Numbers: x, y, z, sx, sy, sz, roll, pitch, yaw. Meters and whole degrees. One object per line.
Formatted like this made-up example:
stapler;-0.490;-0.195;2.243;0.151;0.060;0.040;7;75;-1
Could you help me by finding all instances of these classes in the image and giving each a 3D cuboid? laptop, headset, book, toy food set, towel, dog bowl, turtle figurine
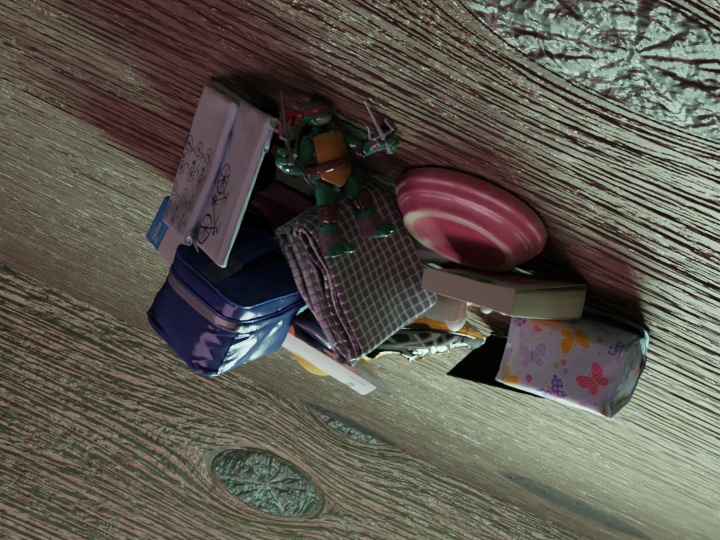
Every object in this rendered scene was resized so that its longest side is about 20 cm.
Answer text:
laptop;0.280;0.176;1.657;0.187;0.116;0.200;10;158;42
headset;-0.166;-0.120;1.289;0.094;0.124;0.201;27;127;3
book;0.186;0.027;1.308;0.133;0.048;0.200;16;-171;35
toy food set;0.139;0.049;1.459;0.143;0.061;0.199;11;-175;40
towel;0.000;0.000;1.296;0.085;0.165;0.201;-15;105;43
dog bowl;-0.104;-0.102;1.424;0.199;0.074;0.200;23;163;7
turtle figurine;-0.029;-0.125;1.179;0.101;0.149;0.201;-149;41;-68

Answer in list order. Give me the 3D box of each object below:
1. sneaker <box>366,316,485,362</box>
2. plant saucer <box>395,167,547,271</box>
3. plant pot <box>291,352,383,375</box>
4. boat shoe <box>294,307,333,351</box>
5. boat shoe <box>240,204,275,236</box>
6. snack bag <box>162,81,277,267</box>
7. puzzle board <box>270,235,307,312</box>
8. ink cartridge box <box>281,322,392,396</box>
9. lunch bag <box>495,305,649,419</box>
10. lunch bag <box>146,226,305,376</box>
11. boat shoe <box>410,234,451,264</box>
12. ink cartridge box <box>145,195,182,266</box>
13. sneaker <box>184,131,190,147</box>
sneaker;0.087;0.095;1.476;0.199;0.078;0.078;9;-167;-22
plant saucer;0.131;-0.056;1.274;0.200;0.051;0.201;23;163;7
plant pot;0.007;0.058;1.588;0.182;0.201;0.200;-8;147;35
boat shoe;-0.037;0.058;1.392;0.072;0.073;0.200;38;-176;1
boat shoe;-0.132;-0.029;1.434;0.200;0.071;0.091;34;162;-28
snack bag;-0.171;-0.113;1.193;0.021;0.189;0.200;14;-166;-33
puzzle board;-0.071;0.004;1.431;0.150;0.017;0.200;-19;145;17
ink cartridge box;-0.048;0.127;1.427;0.162;0.050;0.200;33;-176;-13
lunch bag;0.302;0.113;1.417;0.169;0.128;0.200;18;-171;25
lunch bag;-0.152;0.027;1.288;0.136;0.133;0.200;41;-149;17
boat shoe;0.056;-0.022;1.452;0.199;0.067;0.073;7;157;45
ink cartridge box;-0.225;-0.022;1.618;0.145;0.084;0.200;12;-155;-48
sneaker;-0.220;-0.120;1.502;0.067;0.090;0.200;20;163;18
